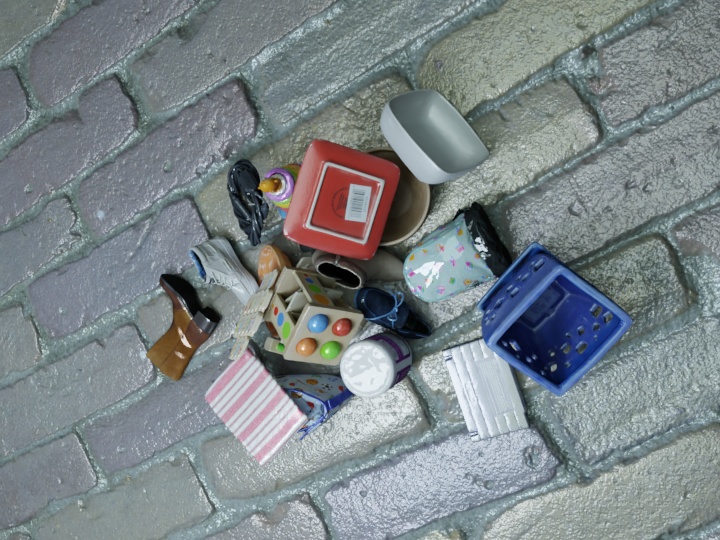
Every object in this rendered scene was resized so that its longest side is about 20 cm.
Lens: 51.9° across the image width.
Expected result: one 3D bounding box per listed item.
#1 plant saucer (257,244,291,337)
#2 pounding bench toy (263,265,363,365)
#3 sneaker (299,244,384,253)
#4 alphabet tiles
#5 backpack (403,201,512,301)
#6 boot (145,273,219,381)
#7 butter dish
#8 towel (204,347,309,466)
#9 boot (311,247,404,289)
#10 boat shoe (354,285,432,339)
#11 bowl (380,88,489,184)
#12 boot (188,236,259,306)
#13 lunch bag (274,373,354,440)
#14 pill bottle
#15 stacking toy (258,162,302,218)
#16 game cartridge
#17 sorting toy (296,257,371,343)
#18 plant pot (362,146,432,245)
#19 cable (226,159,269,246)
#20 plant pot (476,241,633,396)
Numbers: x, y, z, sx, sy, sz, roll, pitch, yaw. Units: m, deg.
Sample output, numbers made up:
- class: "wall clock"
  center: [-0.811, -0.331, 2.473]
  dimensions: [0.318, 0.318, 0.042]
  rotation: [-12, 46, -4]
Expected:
- class: "plant saucer"
  center: [-0.177, 0.043, 1.593]
  dimensions: [0.037, 0.200, 0.201]
  rotation: [-6, 91, -23]
- class: "pounding bench toy"
  center: [-0.107, 0.123, 1.448]
  dimensions: [0.200, 0.124, 0.156]
  rotation: [-63, 37, 22]
- class: "sneaker"
  center: [-0.043, -0.057, 1.590]
  dimensions: [0.199, 0.074, 0.085]
  rotation: [19, 118, 16]
- class: "alphabet tiles"
  center: [-0.221, 0.089, 1.513]
  dimensions: [0.015, 0.200, 0.196]
  rotation: [25, 76, -15]
- class: "backpack"
  center: [0.181, -0.024, 1.480]
  dimensions: [0.200, 0.127, 0.167]
  rotation: [-29, 87, 21]
- class: "boot"
  center: [-0.443, 0.131, 1.742]
  dimensions: [0.188, 0.068, 0.200]
  rotation: [41, 112, 5]
- class: "butter dish"
  center: [-0.051, -0.141, 1.452]
  dimensions: [0.199, 0.148, 0.201]
  rotation: [15, 96, -22]
- class: "towel"
  center: [-0.211, 0.276, 1.504]
  dimensions: [0.200, 0.030, 0.146]
  rotation: [46, 103, 14]
- class: "boot"
  center: [0.000, 0.000, 1.473]
  dimensions: [0.199, 0.146, 0.070]
  rotation: [14, 109, -1]
- class: "boat shoe"
  center: [0.073, 0.081, 1.490]
  dimensions: [0.069, 0.200, 0.084]
  rotation: [1, 72, 46]
- class: "bowl"
  center: [0.136, -0.256, 1.460]
  dimensions: [0.200, 0.199, 0.075]
  rotation: [53, 132, 9]
- class: "boot"
  center: [-0.304, 0.019, 1.650]
  dimensions: [0.200, 0.095, 0.074]
  rotation: [53, 138, 14]
- class: "lunch bag"
  center: [-0.129, 0.285, 1.574]
  dimensions: [0.199, 0.170, 0.124]
  rotation: [-9, 92, 20]
- class: "pill bottle"
  center: [0.041, 0.184, 1.497]
  dimensions: [0.112, 0.200, 0.113]
  rotation: [1, 92, 18]
- class: "stacking toy"
  center: [-0.164, -0.175, 1.547]
  dimensions: [0.116, 0.200, 0.110]
  rotation: [-18, 87, 17]
- class: "game cartridge"
  center: [0.259, 0.239, 1.516]
  dimensions: [0.129, 0.038, 0.201]
  rotation: [-19, 86, 14]
- class: "sorting toy"
  center: [-0.073, 0.095, 1.590]
  dimensions: [0.200, 0.107, 0.180]
  rotation: [38, 110, 14]
- class: "plant pot"
  center: [0.057, -0.151, 1.532]
  dimensions: [0.200, 0.093, 0.202]
  rotation: [1, 93, 19]
- class: "cable"
  center: [-0.244, -0.150, 1.619]
  dimensions: [0.200, 0.051, 0.164]
  rotation: [53, 149, 44]
- class: "plant pot"
  center: [0.343, 0.077, 1.379]
  dimensions: [0.200, 0.180, 0.200]
  rotation: [35, 106, -19]
